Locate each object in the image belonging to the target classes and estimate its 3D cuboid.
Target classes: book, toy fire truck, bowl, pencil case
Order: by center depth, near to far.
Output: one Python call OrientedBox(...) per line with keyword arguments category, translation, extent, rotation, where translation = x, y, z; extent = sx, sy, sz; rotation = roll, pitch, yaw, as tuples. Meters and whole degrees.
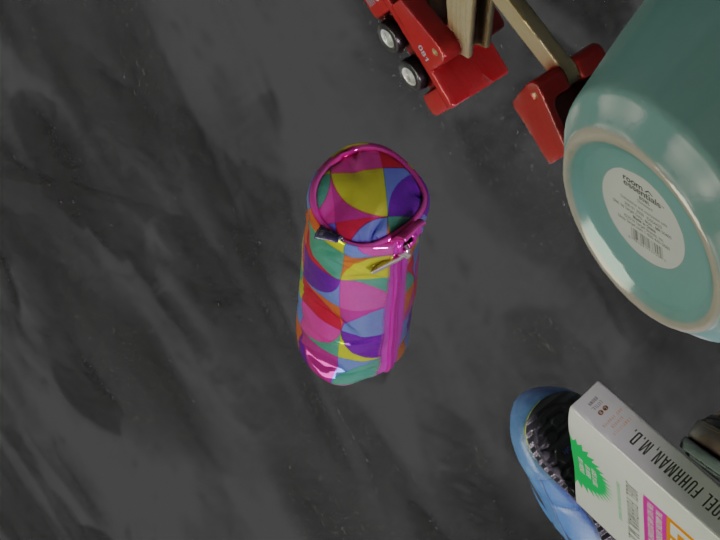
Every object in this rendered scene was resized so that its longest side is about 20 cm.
OrientedBox(category="bowl", translation=(0.175, -0.044, 1.274), extent=(0.201, 0.105, 0.201), rotation=(44, 156, 26))
OrientedBox(category="toy fire truck", translation=(0.057, -0.149, 1.451), extent=(0.201, 0.049, 0.141), rotation=(59, 158, -3))
OrientedBox(category="book", translation=(0.206, 0.161, 1.512), extent=(0.200, 0.048, 0.134), rotation=(42, 164, 25))
OrientedBox(category="pencil case", translation=(0.000, 0.000, 1.735), extent=(0.088, 0.088, 0.200), rotation=(48, 158, 21))

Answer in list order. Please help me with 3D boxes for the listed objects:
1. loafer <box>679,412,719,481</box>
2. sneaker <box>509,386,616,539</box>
OrientedBox(category="loafer", translation=(0.242, 0.108, 1.416), extent=(0.072, 0.063, 0.200), rotation=(34, 179, -20))
OrientedBox(category="sneaker", translation=(0.160, 0.161, 1.653), extent=(0.201, 0.066, 0.078), rotation=(59, 170, -3))
